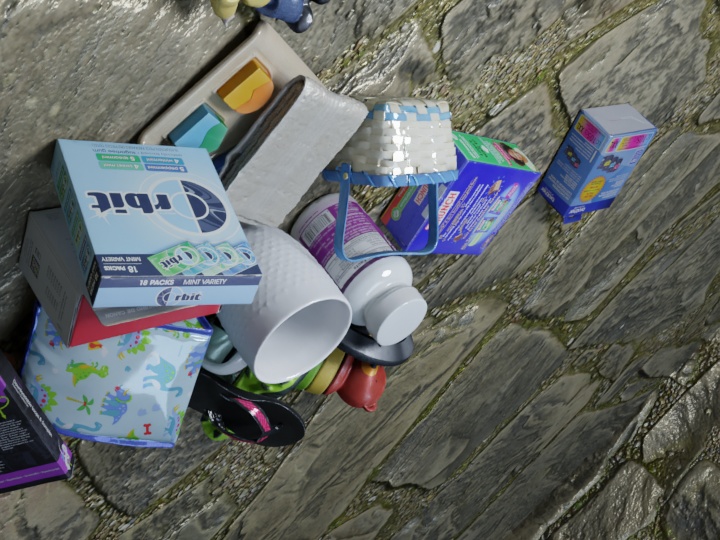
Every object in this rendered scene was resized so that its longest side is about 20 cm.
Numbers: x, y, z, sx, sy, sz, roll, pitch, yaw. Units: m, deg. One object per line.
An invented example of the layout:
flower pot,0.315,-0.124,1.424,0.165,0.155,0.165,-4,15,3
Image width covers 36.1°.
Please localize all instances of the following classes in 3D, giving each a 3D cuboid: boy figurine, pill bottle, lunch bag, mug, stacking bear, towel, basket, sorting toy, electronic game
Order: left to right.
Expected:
lunch bag,-0.298,0.105,1.303,0.197,0.127,0.173,8,110,-32
sorting toy,-0.135,-0.165,1.257,0.200,0.037,0.185,-44,151,5
boy figurine,-0.109,-0.297,1.083,0.125,0.065,0.199,-50,149,16
mug,-0.135,0.045,1.397,0.200,0.176,0.148,-41,151,3
towel,-0.088,-0.134,1.290,0.200,0.035,0.132,-48,151,19
stacking bear,-0.053,0.123,1.554,0.114,0.198,0.122,-53,-170,41
electronic game,-0.012,0.061,1.538,0.198,0.200,0.042,3,129,-51
pill bottle,0.000,0.000,1.470,0.111,0.201,0.113,-28,150,-18
basket,0.040,-0.116,1.390,0.175,0.138,0.204,-5,99,-45

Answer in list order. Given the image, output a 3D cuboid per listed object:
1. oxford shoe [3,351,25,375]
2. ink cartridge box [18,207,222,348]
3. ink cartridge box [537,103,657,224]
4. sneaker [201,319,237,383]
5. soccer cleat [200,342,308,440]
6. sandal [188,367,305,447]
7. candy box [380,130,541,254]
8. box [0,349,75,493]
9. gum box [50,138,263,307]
oxford shoe,-0.438,0.182,1.337,0.072,0.071,0.201,-4,134,-52
ink cartridge box,-0.245,0.008,1.218,0.198,0.176,0.085,-12,141,-39
ink cartridge box,0.382,-0.169,1.824,0.135,0.077,0.202,-13,142,-40
sneaker,-0.186,0.130,1.549,0.119,0.073,0.200,-56,166,-4
soccer cleat,-0.134,0.155,1.489,0.199,0.068,0.081,-40,169,16
sandal,-0.159,0.187,1.423,0.198,0.045,0.075,29,114,-26
candy box,0.148,-0.110,1.624,0.198,0.077,0.170,1,132,-51
box,-0.428,0.173,1.241,0.140,0.036,0.202,-13,129,9
gum box,-0.210,-0.050,1.123,0.167,0.201,0.045,0,134,-32
